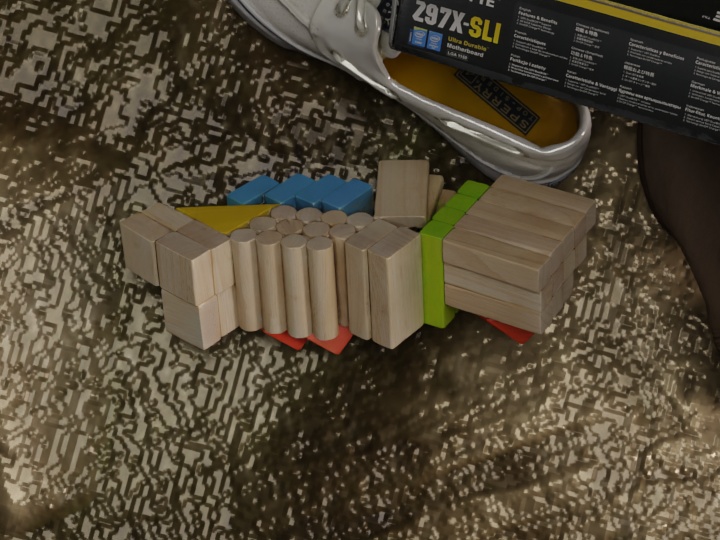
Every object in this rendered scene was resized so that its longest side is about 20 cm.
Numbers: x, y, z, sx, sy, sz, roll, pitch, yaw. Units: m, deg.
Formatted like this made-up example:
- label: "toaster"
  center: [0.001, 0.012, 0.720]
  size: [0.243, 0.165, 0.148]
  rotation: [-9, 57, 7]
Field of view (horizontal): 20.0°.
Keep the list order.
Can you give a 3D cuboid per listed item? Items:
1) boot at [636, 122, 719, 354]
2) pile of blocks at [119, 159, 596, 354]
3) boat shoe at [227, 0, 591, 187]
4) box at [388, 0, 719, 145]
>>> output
- label: "boot"
  center: [0.162, -0.023, 0.831]
  size: [0.070, 0.146, 0.202]
  rotation: [-15, 82, 2]
- label: "pile of blocks"
  center: [0.000, 0.000, 0.873]
  size: [0.198, 0.082, 0.063]
  rotation: [2, 125, 6]
- label: "boat shoe"
  center: [0.015, -0.107, 0.875]
  size: [0.200, 0.070, 0.071]
  rotation: [38, 82, 2]
- label: "box"
  center: [0.131, -0.111, 0.822]
  size: [0.199, 0.160, 0.050]
  rotation: [18, 121, 15]
